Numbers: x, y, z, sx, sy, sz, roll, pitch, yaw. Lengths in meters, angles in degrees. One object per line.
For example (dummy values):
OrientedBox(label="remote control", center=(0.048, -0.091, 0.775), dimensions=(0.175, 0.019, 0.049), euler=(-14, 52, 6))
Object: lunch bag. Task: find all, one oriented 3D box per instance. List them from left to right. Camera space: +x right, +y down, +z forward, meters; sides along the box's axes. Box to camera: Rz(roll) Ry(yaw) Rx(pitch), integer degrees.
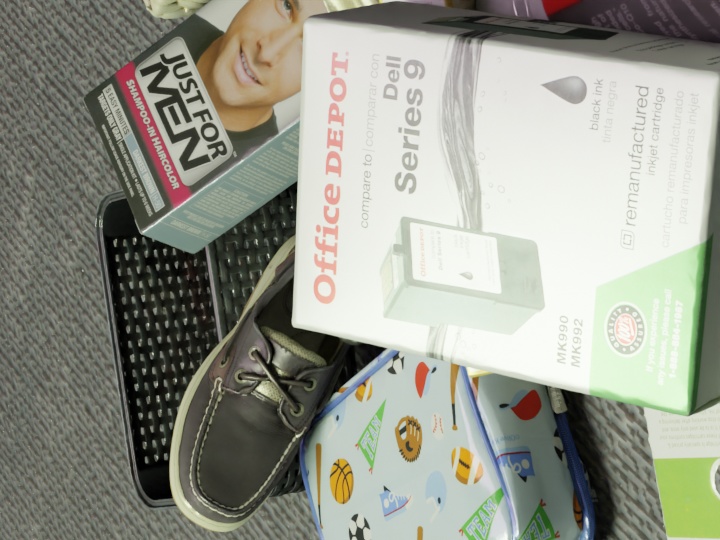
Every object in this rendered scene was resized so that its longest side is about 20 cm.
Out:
OrientedBox(label="lunch bag", center=(0.046, 0.110, 1.235), dimensions=(0.200, 0.075, 0.161), euler=(-41, 60, 50))

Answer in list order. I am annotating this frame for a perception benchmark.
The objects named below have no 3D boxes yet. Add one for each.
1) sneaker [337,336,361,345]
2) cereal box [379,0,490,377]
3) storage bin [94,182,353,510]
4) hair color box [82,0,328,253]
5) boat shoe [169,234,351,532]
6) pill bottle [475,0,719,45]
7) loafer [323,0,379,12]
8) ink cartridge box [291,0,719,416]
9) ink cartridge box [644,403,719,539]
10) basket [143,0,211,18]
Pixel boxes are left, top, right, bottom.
OrientedBox(label="sneaker", center=(0.000, 0.000, 1.177), dimensions=(0.200, 0.075, 0.088), euler=(83, -157, -74))
OrientedBox(label="cereal box", center=(0.063, -0.057, 1.111), dimensions=(0.039, 0.144, 0.201), euler=(-13, 94, 17))
OrientedBox(label="storage bin", center=(-0.082, 0.041, 1.387), dimensions=(0.135, 0.093, 0.201), euler=(-11, 86, 55))
OrientedBox(label="hair color box", center=(-0.051, -0.108, 1.265), dimensions=(0.200, 0.061, 0.099), euler=(-34, 65, 18))
OrientedBox(label="boat shoe", center=(-0.047, 0.053, 1.278), dimensions=(0.201, 0.072, 0.065), euler=(-62, 8, -27))
OrientedBox(label="pill bottle", center=(0.146, -0.139, 1.011), dimensions=(0.200, 0.113, 0.115), euler=(-20, 80, 54))
OrientedBox(label="loafer", center=(0.013, -0.095, 1.161), dimensions=(0.076, 0.068, 0.201), euler=(-82, -27, -46))
OrientedBox(label="ink cartridge box", center=(0.073, -0.032, 0.972), dimensions=(0.199, 0.084, 0.147), euler=(11, 106, 30))
OrientedBox(label="ink cartridge box", center=(0.193, 0.018, 1.008), dimensions=(0.147, 0.075, 0.201), euler=(-8, 90, 54))
OrientedBox(label="basket", center=(-0.083, -0.258, 1.303), dimensions=(0.123, 0.135, 0.201), euler=(-54, 53, 49))
